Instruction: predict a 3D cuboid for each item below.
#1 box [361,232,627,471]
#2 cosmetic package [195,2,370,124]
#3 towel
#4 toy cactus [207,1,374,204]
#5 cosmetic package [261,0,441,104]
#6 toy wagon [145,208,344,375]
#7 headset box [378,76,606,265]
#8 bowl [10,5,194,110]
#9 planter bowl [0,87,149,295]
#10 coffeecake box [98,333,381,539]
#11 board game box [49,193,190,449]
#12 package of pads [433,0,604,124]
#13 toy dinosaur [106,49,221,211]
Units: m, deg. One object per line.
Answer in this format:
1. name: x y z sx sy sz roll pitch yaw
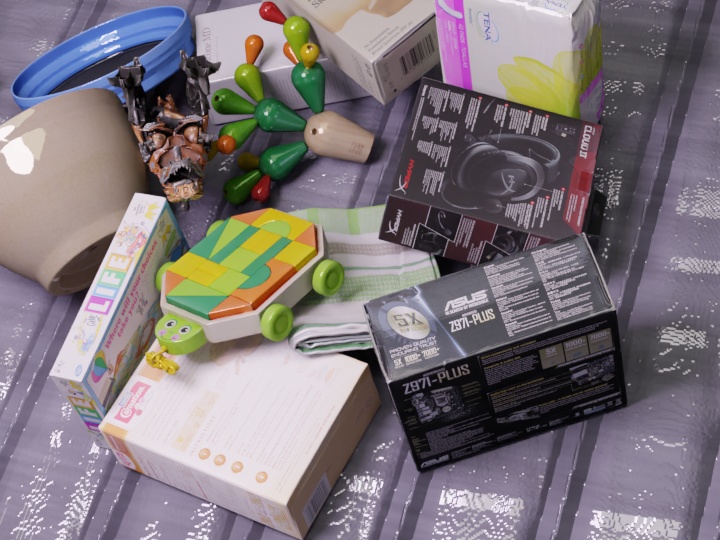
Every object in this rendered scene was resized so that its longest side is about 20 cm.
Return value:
1. box: 0.118 0.073 1.483 0.199 0.164 0.086 -18 55 1
2. cosmetic package: -0.067 -0.226 1.785 0.199 0.074 0.102 -10 54 5
3. towel: 0.000 0.000 1.596 0.149 0.031 0.200 -4 39 -4
4. toy cactus: -0.066 -0.150 1.702 0.165 0.102 0.201 18 93 -9
5. cosmetic package: -0.008 -0.265 1.710 0.105 0.071 0.200 -41 58 -13
6. toy wagon: -0.117 0.018 1.553 0.155 0.040 0.200 20 49 39
7. headset box: 0.132 -0.080 1.606 0.199 0.077 0.149 15 56 0
8. bowl: -0.265 -0.212 1.790 0.200 0.039 0.201 -19 25 9
9. planter bowl: -0.283 -0.062 1.667 0.200 0.200 0.135 -33 79 -10
10. coffeecake box: -0.108 0.130 1.552 0.200 0.073 0.154 19 61 24
11. board game box: -0.212 0.049 1.595 0.034 0.135 0.200 10 59 19
12. package of pads: 0.154 -0.205 1.639 0.154 0.200 0.068 19 58 23
13. toy dinosaur: -0.185 -0.132 1.647 0.102 0.136 0.200 -19 27 -25
